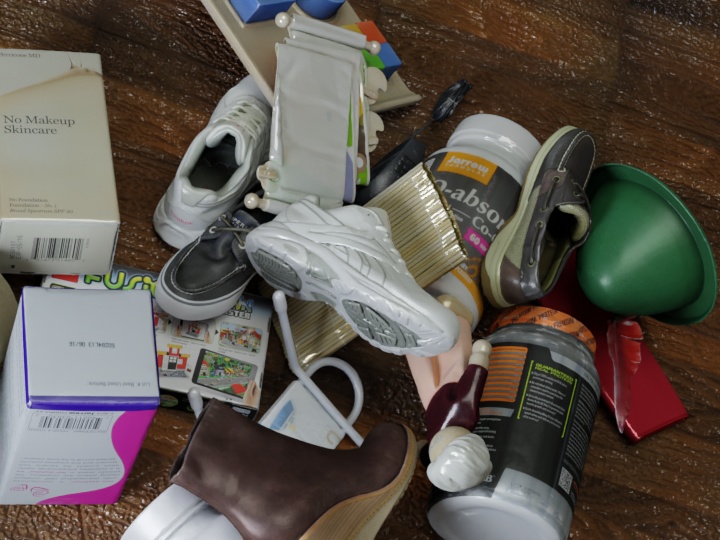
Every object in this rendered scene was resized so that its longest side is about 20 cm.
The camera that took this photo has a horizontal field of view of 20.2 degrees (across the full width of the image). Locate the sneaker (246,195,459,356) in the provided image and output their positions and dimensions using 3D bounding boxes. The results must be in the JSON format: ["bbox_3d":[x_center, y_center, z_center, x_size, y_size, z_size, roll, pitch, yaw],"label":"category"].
[{"bbox_3d":[0.007,-0.007,1.665,0.200,0.078,0.099,31,63,20],"label":"sneaker"}]

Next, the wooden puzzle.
[{"bbox_3d":[-0.048,-0.223,1.874,0.185,0.046,0.200,-19,66,-49],"label":"wooden puzzle"}]

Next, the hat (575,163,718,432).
[{"bbox_3d":[0.201,0.018,1.773,0.176,0.200,0.166,-33,105,-24],"label":"hat"}]

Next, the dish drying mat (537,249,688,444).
[{"bbox_3d":[0.221,0.064,1.852,0.077,0.018,0.200,-21,69,-31],"label":"dish drying mat"}]

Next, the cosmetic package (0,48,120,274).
[{"bbox_3d":[-0.267,-0.094,1.730,0.103,0.073,0.201,0,51,-17],"label":"cosmetic package"}]

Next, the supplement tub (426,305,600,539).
[{"bbox_3d":[0.135,0.138,1.722,0.122,0.123,0.201,22,58,-5],"label":"supplement tub"}]

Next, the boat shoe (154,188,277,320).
[{"bbox_3d":[-0.101,-0.026,1.742,0.070,0.066,0.200,36,41,20],"label":"boat shoe"}]

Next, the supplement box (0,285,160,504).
[{"bbox_3d":[-0.226,0.102,1.581,0.101,0.200,0.104,2,60,-17],"label":"supplement box"}]

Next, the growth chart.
[{"bbox_3d":[-0.034,-0.129,1.780,0.144,0.018,0.201,22,67,-41],"label":"growth chart"}]

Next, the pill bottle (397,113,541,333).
[{"bbox_3d":[0.087,-0.039,1.809,0.116,0.116,0.200,30,58,0],"label":"pill bottle"}]

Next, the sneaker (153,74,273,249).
[{"bbox_3d":[-0.109,-0.111,1.795,0.078,0.099,0.200,27,57,-1],"label":"sneaker"}]

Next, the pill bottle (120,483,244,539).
[{"bbox_3d":[-0.093,0.260,1.587,0.200,0.111,0.111,46,59,10],"label":"pill bottle"}]

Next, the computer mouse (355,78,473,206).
[{"bbox_3d":[0.056,-0.115,1.883,0.034,0.059,0.200,48,53,-9],"label":"computer mouse"}]

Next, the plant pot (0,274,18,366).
[{"bbox_3d":[-0.365,0.069,1.583,0.187,0.187,0.200,41,45,7],"label":"plant pot"}]

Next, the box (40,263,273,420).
[{"bbox_3d":[-0.179,0.057,1.719,0.199,0.035,0.110,13,59,-10],"label":"box"}]

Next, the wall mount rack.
[{"bbox_3d":[-0.065,0.125,1.670,0.174,0.074,0.200,49,58,-15],"label":"wall mount rack"}]

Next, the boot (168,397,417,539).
[{"bbox_3d":[-0.048,0.147,1.593,0.166,0.072,0.200,38,38,-6],"label":"boot"}]

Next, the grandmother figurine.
[{"bbox_3d":[0.071,0.111,1.654,0.060,0.122,0.200,10,31,-10],"label":"grandmother figurine"}]

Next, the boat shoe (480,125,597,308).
[{"bbox_3d":[0.172,-0.045,1.771,0.065,0.073,0.200,5,53,34],"label":"boat shoe"}]

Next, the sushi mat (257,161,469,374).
[{"bbox_3d":[0.000,0.000,1.732,0.012,0.200,0.096,13,47,-55],"label":"sushi mat"}]
